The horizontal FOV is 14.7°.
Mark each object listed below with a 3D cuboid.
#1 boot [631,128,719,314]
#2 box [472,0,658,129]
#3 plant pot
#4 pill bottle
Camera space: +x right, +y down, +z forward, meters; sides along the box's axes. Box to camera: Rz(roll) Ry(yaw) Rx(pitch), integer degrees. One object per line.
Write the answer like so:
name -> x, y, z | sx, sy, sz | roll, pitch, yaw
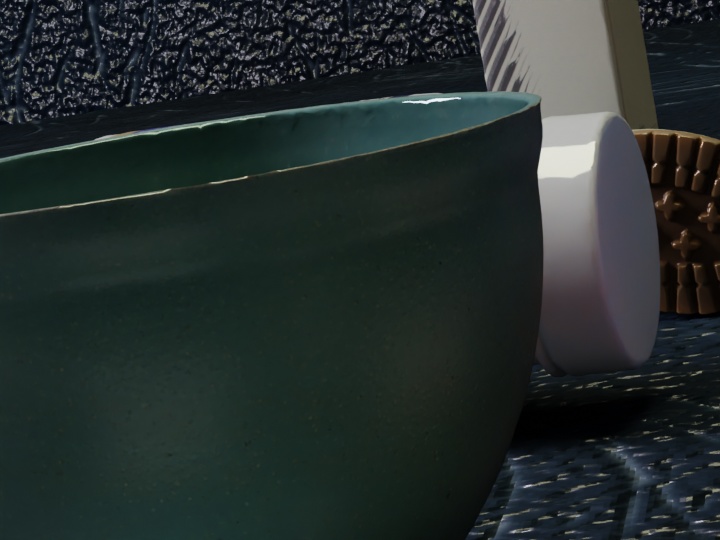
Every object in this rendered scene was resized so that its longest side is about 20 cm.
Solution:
boot -> 0.113, -0.033, 1.193 | 0.199, 0.075, 0.107 | 7, 15, 25
box -> 0.099, -0.106, 1.347 | 0.068, 0.201, 0.082 | -8, 8, 17
plant pot -> -0.042, 0.035, 0.729 | 0.199, 0.135, 0.200 | -8, 7, 1
pill bottle -> 0.000, 0.000, 0.994 | 0.199, 0.120, 0.120 | -6, 8, 19
